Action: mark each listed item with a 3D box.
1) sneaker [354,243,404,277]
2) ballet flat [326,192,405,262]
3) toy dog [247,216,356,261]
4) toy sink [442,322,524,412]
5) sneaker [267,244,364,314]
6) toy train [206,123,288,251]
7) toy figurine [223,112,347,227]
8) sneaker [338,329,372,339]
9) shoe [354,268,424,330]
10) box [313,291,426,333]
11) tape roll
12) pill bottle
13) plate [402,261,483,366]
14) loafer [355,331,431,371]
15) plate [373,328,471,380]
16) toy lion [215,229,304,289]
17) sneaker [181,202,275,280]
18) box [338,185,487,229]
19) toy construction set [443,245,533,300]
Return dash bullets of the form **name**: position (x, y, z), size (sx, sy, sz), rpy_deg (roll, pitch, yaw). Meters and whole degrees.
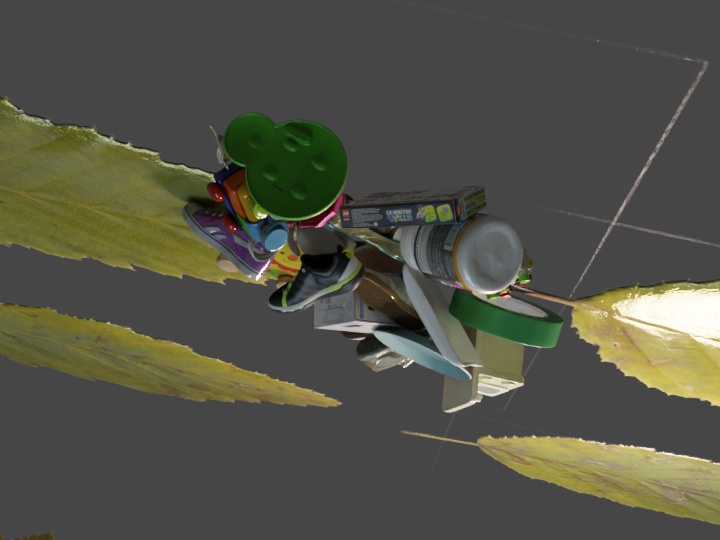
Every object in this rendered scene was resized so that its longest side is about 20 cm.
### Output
- **sneaker**: position (0.000, 0.000, 1.764), size (0.198, 0.072, 0.080), rpy_deg (-7, 163, 8)
- **ballet flat**: position (0.031, -0.072, 1.613), size (0.199, 0.071, 0.070), rpy_deg (24, 156, -29)
- **toy dog**: position (-0.082, -0.054, 1.657), size (0.199, 0.133, 0.096), rpy_deg (17, -178, -34)
- **toy sink**: position (0.242, 0.177, 1.881), size (0.111, 0.202, 0.130), rpy_deg (14, 158, -17)
- **sneaker**: position (-0.083, 0.005, 1.628), size (0.199, 0.072, 0.083), rpy_deg (-22, 119, 28)
- **toy train**: position (-0.178, -0.124, 1.512), size (0.116, 0.084, 0.201), rpy_deg (40, 158, 39)
- **toy figurine**: position (-0.102, -0.136, 1.475), size (0.199, 0.151, 0.184), rpy_deg (32, 172, 13)
- **sneaker**: position (0.043, 0.120, 2.050), size (0.112, 0.072, 0.199), rpy_deg (13, 176, -36)
- **shoe**: position (0.052, 0.041, 1.713), size (0.069, 0.054, 0.200), rpy_deg (-8, 147, 34)
- **box**: position (0.023, 0.079, 1.804), size (0.199, 0.061, 0.116), rpy_deg (9, 166, -43)
- **tape roll**: position (0.256, 0.079, 1.723), size (0.198, 0.049, 0.201), rpy_deg (15, -170, -3)
- **pill bottle**: position (0.149, -0.034, 1.498), size (0.116, 0.117, 0.200), rpy_deg (26, 175, -28)
- **plate**: position (0.138, 0.086, 1.696), size (0.032, 0.201, 0.200), rpy_deg (-31, 167, 11)
- **loafer**: position (0.091, 0.145, 1.921), size (0.198, 0.076, 0.070), rpy_deg (-18, 127, 14)
- **plate**: position (0.117, 0.148, 1.792), size (0.199, 0.026, 0.200), rpy_deg (25, 167, 6)
- **toy lion**: position (-0.153, -0.038, 1.812), size (0.198, 0.069, 0.192), rpy_deg (20, 150, -13)
- **sneaker**: position (-0.221, -0.086, 1.729), size (0.200, 0.115, 0.073), rpy_deg (37, -163, 16)
- **box**: position (0.078, -0.096, 1.472), size (0.198, 0.035, 0.110), rpy_deg (-1, -165, 33)
- **toy construction set**: position (0.213, 0.003, 1.635), size (0.130, 0.093, 0.200), rpy_deg (-4, 175, -26)
